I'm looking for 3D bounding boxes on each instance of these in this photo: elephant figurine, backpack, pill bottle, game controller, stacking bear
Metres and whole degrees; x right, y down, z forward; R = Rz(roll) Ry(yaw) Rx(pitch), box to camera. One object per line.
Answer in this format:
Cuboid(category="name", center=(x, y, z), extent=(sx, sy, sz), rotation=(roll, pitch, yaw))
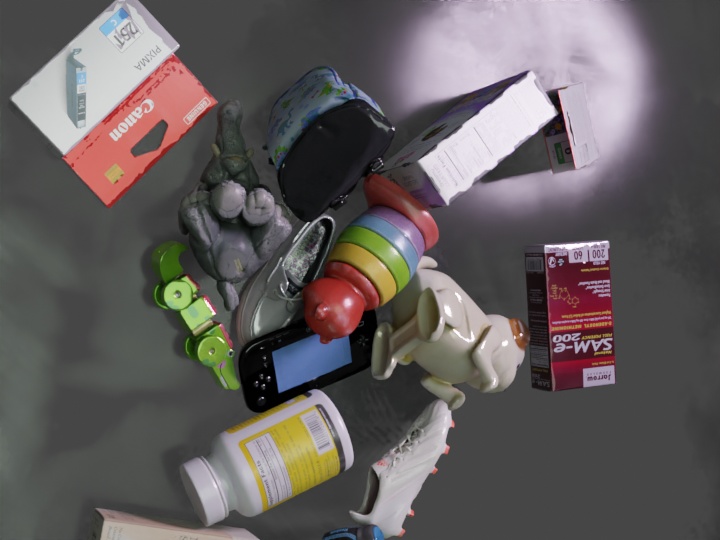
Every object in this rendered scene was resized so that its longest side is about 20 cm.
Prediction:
Cuboid(category="elephant figurine", center=(-0.160, -0.086, 1.534), extent=(0.155, 0.200, 0.142), rotation=(-38, 121, 8))
Cuboid(category="backpack", center=(-0.041, -0.168, 1.533), extent=(0.154, 0.200, 0.163), rotation=(44, 106, -4))
Cuboid(category="pill bottle", center=(-0.118, 0.236, 1.547), extent=(0.199, 0.111, 0.112), rotation=(-23, 98, -20))
Cuboid(category="game controller", center=(-0.064, 0.107, 1.588), extent=(0.199, 0.042, 0.105), rotation=(-22, 131, -24))
Cuboid(category="stacking bear", center=(0.000, 0.000, 1.556), extent=(0.113, 0.122, 0.200), rotation=(30, 63, 18))

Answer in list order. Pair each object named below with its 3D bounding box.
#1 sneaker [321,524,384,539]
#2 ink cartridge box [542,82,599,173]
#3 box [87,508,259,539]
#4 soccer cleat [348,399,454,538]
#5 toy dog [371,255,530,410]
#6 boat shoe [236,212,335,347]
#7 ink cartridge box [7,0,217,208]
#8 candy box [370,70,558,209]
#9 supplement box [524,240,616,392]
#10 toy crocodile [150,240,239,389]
Cuboid(category="sneaker", center=(-0.002, 0.425, 1.626), extent=(0.081, 0.073, 0.202), rotation=(-4, 101, 13))
Cuboid(category="ink cartridge box", center=(0.272, -0.189, 1.664), extent=(0.050, 0.200, 0.110), rotation=(-12, 96, 21))
Cuboid(category="box", center=(-0.231, 0.353, 1.520), extent=(0.199, 0.078, 0.096), rotation=(11, 85, -21))
Cuboid(category="soccer cleat", center=(0.057, 0.255, 1.641), extent=(0.077, 0.069, 0.201), rotation=(29, 83, -16))
Cuboid(category="toy dog", center=(0.125, 0.092, 1.633), extent=(0.199, 0.195, 0.140), rotation=(27, 124, -28))
Cuboid(category="boat shoe", center=(-0.089, 0.015, 1.580), extent=(0.072, 0.068, 0.201), rotation=(37, 78, -18))
Cuboid(category="ink cartridge box", center=(-0.294, -0.207, 1.513), extent=(0.176, 0.045, 0.200), rotation=(47, 75, -14))
Cuboid(category="candy box", center=(0.131, -0.162, 1.614), extent=(0.200, 0.168, 0.072), rotation=(-40, 102, -16))
Cuboid(category="supplement box", center=(0.292, 0.062, 1.736), extent=(0.108, 0.061, 0.202), rotation=(-5, 93, -22))
Cuboid(category="toy crocodile", center=(-0.201, 0.059, 1.537), extent=(0.062, 0.067, 0.201), rotation=(-32, 101, -19))
